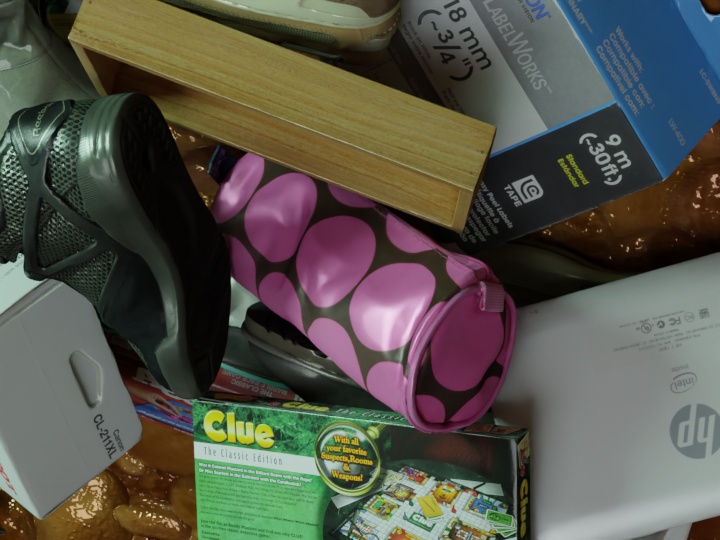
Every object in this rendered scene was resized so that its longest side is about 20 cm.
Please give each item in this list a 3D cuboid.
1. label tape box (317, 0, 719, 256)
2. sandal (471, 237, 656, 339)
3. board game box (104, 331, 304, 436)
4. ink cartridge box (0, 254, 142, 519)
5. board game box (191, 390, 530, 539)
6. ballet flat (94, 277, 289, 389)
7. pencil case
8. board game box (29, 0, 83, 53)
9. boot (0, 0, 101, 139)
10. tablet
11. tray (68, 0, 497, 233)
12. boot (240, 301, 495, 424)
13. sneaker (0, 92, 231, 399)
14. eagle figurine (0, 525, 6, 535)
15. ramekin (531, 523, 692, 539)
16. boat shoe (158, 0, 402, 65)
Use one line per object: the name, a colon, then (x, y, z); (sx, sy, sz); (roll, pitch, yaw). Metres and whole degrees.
label tape box: (0.095, -0.106, 0.877); (0.199, 0.063, 0.145); (-22, 112, 34)
sandal: (0.140, 0.036, 0.958); (0.199, 0.057, 0.080); (11, 126, 17)
board game box: (-0.062, 0.091, 1.083); (0.199, 0.020, 0.103); (18, 153, 11)
ink cartridge box: (-0.235, 0.034, 1.040); (0.199, 0.083, 0.146); (29, 147, 39)
board game box: (-0.003, 0.125, 0.932); (0.199, 0.023, 0.106); (5, 103, 30)
ballet flat: (-0.091, 0.018, 1.032); (0.198, 0.068, 0.069); (14, 119, 0)
pencil case: (0.000, 0.000, 0.923); (0.200, 0.091, 0.094); (37, 97, 41)
board game box: (-0.181, -0.095, 1.023); (0.104, 0.023, 0.200); (36, 129, 0)
boot: (-0.184, -0.130, 0.923); (0.199, 0.068, 0.131); (28, 138, 9)
tablet: (0.168, 0.063, 0.907); (0.198, 0.014, 0.131); (-16, 80, 8)
tray: (-0.035, -0.078, 0.847); (0.199, 0.037, 0.099); (22, 171, 4)
boot: (-0.011, 0.135, 1.003); (0.181, 0.073, 0.201); (24, 113, 8)
sneaker: (-0.136, -0.012, 0.916); (0.113, 0.077, 0.200); (3, 142, 22)
eagle figurine: (-0.346, 0.118, 1.206); (0.198, 0.152, 0.152); (-7, 169, -6)
ramekin: (0.110, 0.193, 0.996); (0.097, 0.201, 0.202); (23, 129, 18)
boat shoe: (-0.078, -0.142, 0.842); (0.199, 0.072, 0.076); (22, 145, 9)
